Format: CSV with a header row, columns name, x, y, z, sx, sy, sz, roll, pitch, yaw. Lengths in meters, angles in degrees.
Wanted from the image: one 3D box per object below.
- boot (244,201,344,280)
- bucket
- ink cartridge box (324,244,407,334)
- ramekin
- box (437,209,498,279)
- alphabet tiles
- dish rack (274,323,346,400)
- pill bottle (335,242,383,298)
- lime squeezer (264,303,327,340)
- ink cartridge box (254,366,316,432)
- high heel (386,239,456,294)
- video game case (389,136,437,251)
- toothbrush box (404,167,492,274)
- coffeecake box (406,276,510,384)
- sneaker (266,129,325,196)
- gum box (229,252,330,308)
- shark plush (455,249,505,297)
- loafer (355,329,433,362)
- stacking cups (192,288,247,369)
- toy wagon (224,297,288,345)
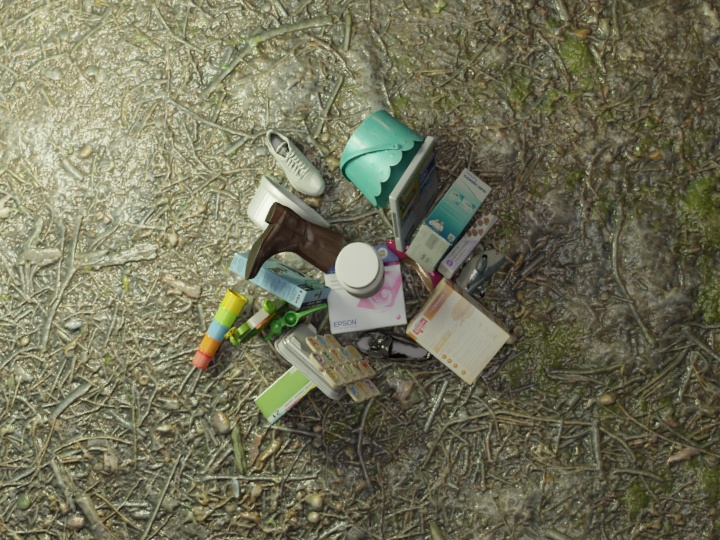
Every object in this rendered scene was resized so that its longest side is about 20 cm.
name,x,y,z,sx,sy,sz,roll,pitch,yaw
boot,-0.141,-0.029,1.430,0.197,0.064,0.190,27,91,-27
bucket,0.053,-0.266,1.527,0.134,0.207,0.208,40,89,13
ink cartridge box,0.010,0.044,1.584,0.190,0.043,0.207,-8,87,3
ramekin,-0.176,-0.127,1.533,0.199,0.200,0.099,38,95,5
box,0.258,-0.064,1.537,0.038,0.042,0.200,37,64,13
alphabet tiles,-0.038,0.221,1.492,0.196,0.198,0.015,47,110,21
dish rack,-0.097,0.203,1.513,0.199,0.171,0.044,41,107,4
pill bottle,0.000,0.000,1.468,0.109,0.200,0.118,0,84,3
lime squeezer,-0.171,0.128,1.536,0.197,0.070,0.039,-31,55,23
ink cartridge box,-0.175,0.285,1.498,0.147,0.200,0.076,-40,85,0
high heel,0.139,0.003,1.560,0.196,0.067,0.098,27,76,-13
video game case,0.126,-0.176,1.491,0.022,0.184,0.202,20,60,23
toothbrush box,0.204,-0.115,1.495,0.084,0.147,0.201,35,60,4
coffeecake box,0.230,0.140,1.519,0.198,0.073,0.155,38,106,-1
sneaker,-0.166,-0.266,1.597,0.076,0.081,0.200,-43,86,-2
gum box,-0.185,0.020,1.515,0.196,0.169,0.046,28,98,15
shark plush,0.281,0.038,1.558,0.082,0.090,0.205,27,82,-25
loafer,0.083,0.185,1.558,0.193,0.063,0.074,8,88,4
stacking cups,-0.351,0.149,1.596,0.059,0.060,0.204,28,93,5
toy wagon,-0.247,0.123,1.513,0.040,0.200,0.155,48,121,2
